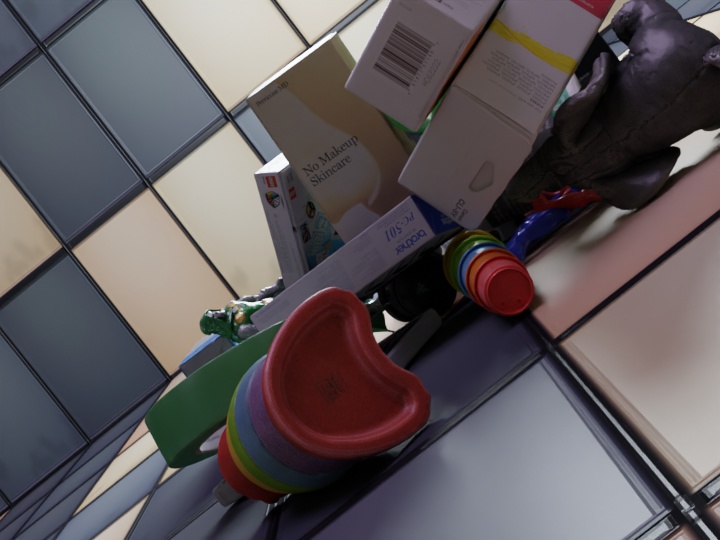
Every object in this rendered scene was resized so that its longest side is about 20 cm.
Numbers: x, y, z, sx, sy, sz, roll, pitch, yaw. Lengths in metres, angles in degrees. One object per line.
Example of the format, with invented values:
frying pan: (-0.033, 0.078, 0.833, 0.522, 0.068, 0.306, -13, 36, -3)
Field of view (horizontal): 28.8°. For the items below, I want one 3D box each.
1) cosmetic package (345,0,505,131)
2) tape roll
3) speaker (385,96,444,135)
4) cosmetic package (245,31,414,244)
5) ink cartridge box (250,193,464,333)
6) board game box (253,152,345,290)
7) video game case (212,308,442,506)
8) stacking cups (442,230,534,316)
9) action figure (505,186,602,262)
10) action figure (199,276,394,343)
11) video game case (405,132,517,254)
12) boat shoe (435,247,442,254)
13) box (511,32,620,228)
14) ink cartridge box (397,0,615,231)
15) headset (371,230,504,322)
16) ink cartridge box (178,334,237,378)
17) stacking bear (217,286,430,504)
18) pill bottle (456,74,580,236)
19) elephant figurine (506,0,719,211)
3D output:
cosmetic package: (0.064, -0.204, 1.166, 0.102, 0.071, 0.200, -59, -1, 32)
tape roll: (-0.090, 0.102, 1.227, 0.199, 0.048, 0.201, -30, -11, -6)
speaker: (0.080, -0.185, 1.370, 0.088, 0.089, 0.200, -36, 1, 23)
cosmetic package: (-0.010, -0.114, 1.337, 0.105, 0.201, 0.071, -35, 9, 11)
ink cartridge box: (0.000, 0.000, 1.275, 0.199, 0.044, 0.094, -36, -7, 26)
board game box: (-0.033, -0.079, 1.451, 0.034, 0.127, 0.200, -2, 24, 30)
video game case: (-0.028, 0.125, 1.289, 0.182, 0.023, 0.200, -35, 5, 37)
stacking cups: (0.108, 0.000, 1.178, 0.060, 0.061, 0.200, -38, 5, 0)
action figure: (0.176, -0.055, 1.297, 0.199, 0.052, 0.065, -35, 2, 12)
action figure: (-0.071, 0.042, 1.451, 0.198, 0.055, 0.118, -10, 30, -23)
video game case: (0.074, -0.103, 1.566, 0.023, 0.200, 0.182, -40, 5, -18)
boat shoe: (0.041, -0.010, 1.520, 0.068, 0.073, 0.200, -47, -12, -10)
box: (0.200, -0.161, 1.528, 0.199, 0.142, 0.079, -38, 5, -7)
ink cartridge box: (0.126, -0.155, 1.196, 0.201, 0.083, 0.145, -57, -2, -36)
headset: (0.049, 0.004, 1.399, 0.199, 0.095, 0.123, -30, 3, -12)
ink cartridge box: (-0.135, 0.117, 1.601, 0.068, 0.115, 0.200, -37, 5, 4)
stacking bear: (-0.051, 0.118, 1.061, 0.113, 0.122, 0.200, -33, -8, -31)
pill bottle: (0.145, -0.110, 1.414, 0.199, 0.114, 0.113, -25, 7, 12)
elephant figurine: (0.215, -0.115, 1.169, 0.200, 0.142, 0.155, -42, -30, 3)
